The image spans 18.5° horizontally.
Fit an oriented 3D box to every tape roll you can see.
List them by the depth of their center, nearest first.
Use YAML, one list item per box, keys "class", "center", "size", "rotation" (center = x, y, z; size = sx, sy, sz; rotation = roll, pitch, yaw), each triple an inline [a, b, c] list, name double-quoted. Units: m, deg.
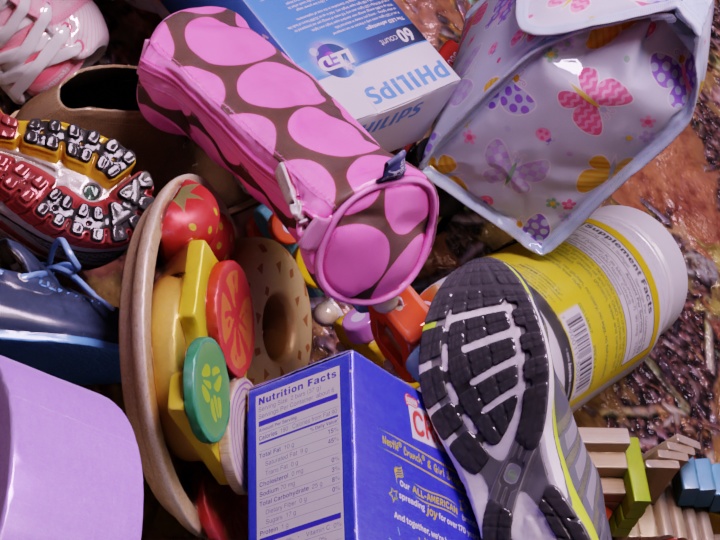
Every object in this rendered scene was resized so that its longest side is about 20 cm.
- class: "tape roll"
  center: [-0.173, 0.137, 0.950]
  size: [0.065, 0.200, 0.201]
  rotation: [24, 45, -28]

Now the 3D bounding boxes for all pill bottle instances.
- class: "pill bottle"
  center: [0.121, 0.030, 1.394]
  size: [0.114, 0.114, 0.200]
  rotation: [55, 38, 6]

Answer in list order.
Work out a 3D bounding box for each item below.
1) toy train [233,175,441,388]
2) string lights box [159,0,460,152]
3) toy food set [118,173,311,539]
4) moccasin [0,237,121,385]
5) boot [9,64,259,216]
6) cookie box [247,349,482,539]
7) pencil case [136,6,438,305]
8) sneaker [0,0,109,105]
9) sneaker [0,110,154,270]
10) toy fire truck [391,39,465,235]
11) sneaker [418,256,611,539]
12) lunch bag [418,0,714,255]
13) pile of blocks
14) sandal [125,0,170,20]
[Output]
- class: "toy train"
  center: [0.000, 0.000, 1.259]
  size: [0.056, 0.150, 0.200]
  rotation: [-33, 58, -13]
- class: "string lights box"
  center: [-0.045, -0.154, 1.303]
  size: [0.103, 0.059, 0.200]
  rotation: [-23, 68, -42]
- class: "toy food set"
  center: [-0.075, 0.049, 1.168]
  size: [0.200, 0.048, 0.199]
  rotation: [64, 26, -55]
- class: "moccasin"
  center: [-0.182, 0.012, 1.136]
  size: [0.200, 0.080, 0.068]
  rotation: [15, 62, -38]
- class: "boot"
  center: [-0.111, -0.076, 1.285]
  size: [0.200, 0.075, 0.074]
  rotation: [2, 57, -45]
- class: "cookie box"
  center: [0.019, 0.167, 1.129]
  size: [0.171, 0.075, 0.201]
  rotation: [34, 45, -46]
- class: "pencil case"
  center: [-0.045, -0.067, 1.173]
  size: [0.093, 0.091, 0.200]
  rotation: [-5, 34, -40]
- class: "sneaker"
  center: [-0.201, -0.151, 1.226]
  size: [0.105, 0.075, 0.200]
  rotation: [64, 17, 10]
- class: "sneaker"
  center: [-0.211, -0.054, 1.179]
  size: [0.200, 0.082, 0.078]
  rotation: [29, 62, -4]
- class: "toy fire truck"
  center: [-0.001, -0.120, 1.404]
  size: [0.200, 0.129, 0.176]
  rotation: [35, 40, 0]
- class: "sneaker"
  center: [0.085, 0.092, 1.157]
  size: [0.081, 0.074, 0.201]
  rotation: [-4, 81, -72]
- class: "lunch bag"
  center: [0.138, -0.140, 1.316]
  size: [0.127, 0.200, 0.170]
  rotation: [36, 42, -15]
- class: "pile of blocks"
  center: [0.195, 0.154, 1.392]
  size: [0.200, 0.082, 0.062]
  rotation: [19, 47, -34]
- class: "sandal"
  center: [-0.127, -0.187, 1.380]
  size: [0.079, 0.059, 0.207]
  rotation: [-49, 119, -35]
